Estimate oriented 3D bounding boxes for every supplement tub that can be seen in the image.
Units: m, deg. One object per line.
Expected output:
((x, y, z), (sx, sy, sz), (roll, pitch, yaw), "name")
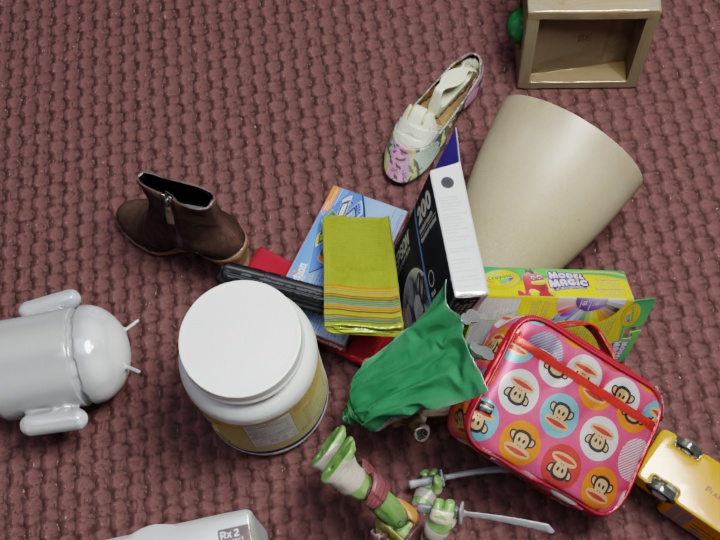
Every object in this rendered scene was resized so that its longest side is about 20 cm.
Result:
((-0.112, 0.105, 1.026), (0.144, 0.200, 0.145), (-1, 65, 3), "supplement tub")

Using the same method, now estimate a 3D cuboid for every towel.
((0.000, 0.000, 1.091), (0.086, 0.018, 0.200), (4, 39, -7), "towel")

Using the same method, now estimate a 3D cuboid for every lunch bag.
((0.206, 0.136, 0.993), (0.200, 0.082, 0.177), (31, 79, -12), "lunch bag")

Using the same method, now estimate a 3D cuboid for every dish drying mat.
((-0.055, 0.044, 1.150), (0.199, 0.018, 0.077), (26, 67, 16), "dish drying mat")

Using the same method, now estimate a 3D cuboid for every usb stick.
((-0.065, 0.028, 1.096), (0.199, 0.055, 0.033), (14, 89, 8), "usb stick")

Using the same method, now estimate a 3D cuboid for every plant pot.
((0.189, -0.064, 1.111), (0.187, 0.187, 0.200), (32, 85, 16), "plant pot")

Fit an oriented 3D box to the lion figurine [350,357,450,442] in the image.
((0.094, 0.137, 1.069), (0.199, 0.122, 0.073), (0, 98, -13), "lion figurine")

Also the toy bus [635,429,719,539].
((0.379, 0.251, 0.998), (0.200, 0.078, 0.065), (33, 73, 16), "toy bus")

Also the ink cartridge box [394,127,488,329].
((0.079, -0.023, 1.074), (0.043, 0.198, 0.201), (-1, 64, -12), "ink cartridge box")

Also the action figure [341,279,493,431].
((0.046, 0.109, 0.981), (0.055, 0.200, 0.119), (11, 54, -41), "action figure")

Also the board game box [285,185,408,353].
((-0.025, -0.006, 1.156), (0.103, 0.019, 0.200), (21, 62, 10), "board game box")

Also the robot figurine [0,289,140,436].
((-0.346, 0.102, 1.089), (0.199, 0.113, 0.170), (-10, 67, -1), "robot figurine")

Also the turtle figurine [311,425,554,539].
((0.061, 0.220, 0.985), (0.194, 0.200, 0.144), (39, 27, -10), "turtle figurine")

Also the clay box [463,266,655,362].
((0.208, 0.052, 1.059), (0.199, 0.115, 0.048), (1, 46, -11), "clay box")

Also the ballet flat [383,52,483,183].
((0.092, -0.201, 1.221), (0.069, 0.071, 0.200), (32, 72, 15), "ballet flat")

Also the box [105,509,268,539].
((-0.179, 0.362, 0.954), (0.198, 0.131, 0.201), (-12, 66, -2), "box")

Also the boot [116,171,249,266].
((-0.225, -0.073, 1.126), (0.199, 0.167, 0.073), (20, 69, 20), "boot")

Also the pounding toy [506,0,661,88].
((0.257, -0.339, 1.210), (0.199, 0.184, 0.143), (0, 66, 4), "pounding toy")
